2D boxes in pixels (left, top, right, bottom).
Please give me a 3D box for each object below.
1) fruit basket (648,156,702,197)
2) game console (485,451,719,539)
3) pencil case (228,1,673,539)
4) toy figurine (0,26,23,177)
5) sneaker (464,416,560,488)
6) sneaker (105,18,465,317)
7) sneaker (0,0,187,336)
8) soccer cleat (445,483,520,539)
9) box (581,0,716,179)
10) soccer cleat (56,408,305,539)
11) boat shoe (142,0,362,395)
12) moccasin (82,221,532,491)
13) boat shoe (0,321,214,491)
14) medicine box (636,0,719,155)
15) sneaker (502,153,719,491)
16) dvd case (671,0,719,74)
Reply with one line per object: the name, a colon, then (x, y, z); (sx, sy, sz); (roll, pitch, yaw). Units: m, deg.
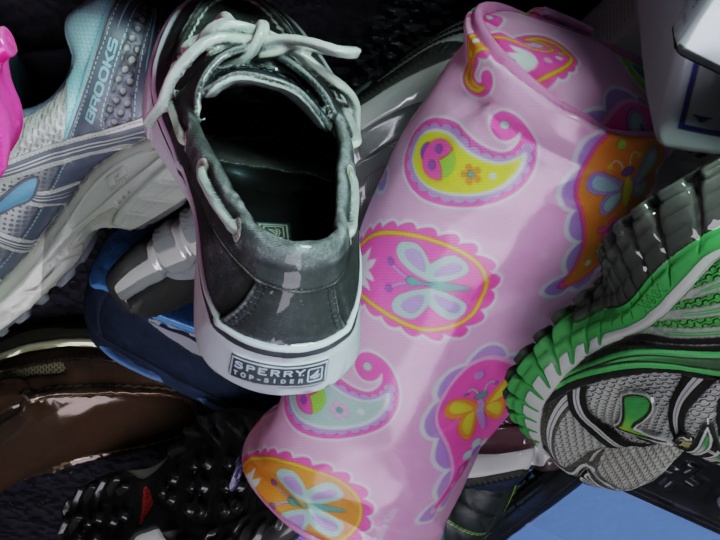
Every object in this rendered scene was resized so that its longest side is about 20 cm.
fruit basket: (0.165, 0.031, 0.860); (0.200, 0.094, 0.185); (37, 174, -21)
game console: (0.128, 0.177, 1.143); (0.172, 0.119, 0.200); (25, 137, -22)
pencil case: (0.030, 0.008, 0.846); (0.087, 0.088, 0.200); (19, 118, -16)
toy figurine: (-0.199, -0.037, 0.850); (0.200, 0.150, 0.184); (17, 125, -21)
sneaker: (0.095, 0.016, 0.983); (0.199, 0.116, 0.076); (-10, 179, -17)
sneaker: (0.000, 0.000, 0.928); (0.200, 0.075, 0.116); (-30, 98, 34)
sneaker: (-0.131, -0.044, 0.956); (0.200, 0.078, 0.086); (-35, 113, 31)
soccer cleat: (-0.006, 0.114, 1.112); (0.081, 0.068, 0.200); (0, 153, -43)
box: (0.157, -0.070, 0.903); (0.144, 0.036, 0.200); (25, 138, -22)
soccer cleat: (-0.057, 0.106, 1.044); (0.073, 0.068, 0.200); (18, 155, -29)
boat shoe: (-0.034, -0.048, 0.811); (0.073, 0.200, 0.068); (3, 127, -6)
moccasin: (-0.019, 0.038, 1.038); (0.200, 0.081, 0.068); (28, 144, -4)
boat shoe: (-0.160, 0.074, 1.086); (0.202, 0.075, 0.075); (-5, 140, 13)
medicine box: (0.199, -0.124, 0.744); (0.199, 0.103, 0.183); (8, 125, -3)
sneaker: (0.103, 0.035, 0.775); (0.078, 0.085, 0.200); (-28, 166, -17)
dvd case: (0.197, -0.110, 0.680); (0.142, 0.018, 0.200); (24, 122, -12)
